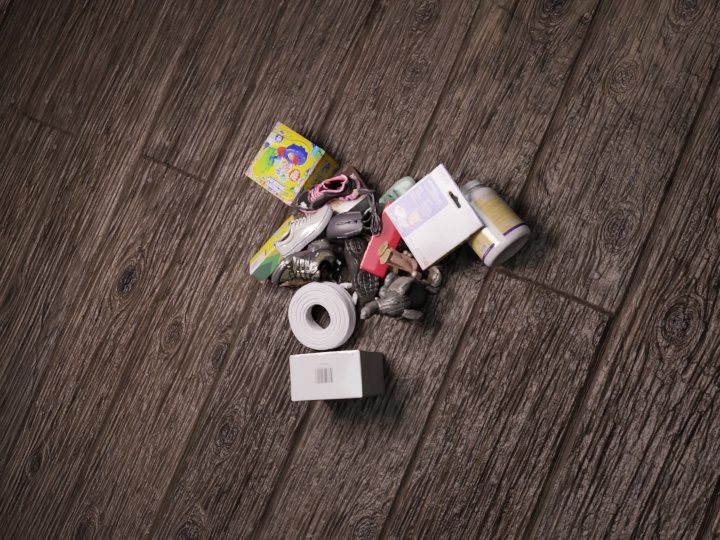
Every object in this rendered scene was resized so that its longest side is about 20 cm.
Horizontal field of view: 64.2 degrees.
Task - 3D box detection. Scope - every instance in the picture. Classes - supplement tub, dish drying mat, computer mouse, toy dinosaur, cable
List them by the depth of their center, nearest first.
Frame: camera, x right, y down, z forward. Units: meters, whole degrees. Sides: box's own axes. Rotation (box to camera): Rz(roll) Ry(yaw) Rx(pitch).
[{"bbox_3d":[0.332,-0.126,1.514,0.145,0.145,0.201,-40,69,9],"label":"supplement tub"},{"bbox_3d":[0.069,-0.086,1.581,0.076,0.018,0.201,23,93,5],"label":"dish drying mat"},{"bbox_3d":[-0.032,-0.157,1.596,0.199,0.046,0.142,-5,81,37],"label":"computer mouse"},{"bbox_3d":[-0.109,0.131,1.646,0.198,0.069,0.202,4,101,18],"label":"cable"},{"bbox_3d":[-0.089,0.023,1.697,0.088,0.047,0.201,-31,71,28],"label":"toy dinosaur"}]

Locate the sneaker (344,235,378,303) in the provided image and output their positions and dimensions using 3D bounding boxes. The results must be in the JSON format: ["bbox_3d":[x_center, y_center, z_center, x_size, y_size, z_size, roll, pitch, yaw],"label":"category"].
[{"bbox_3d":[0.000,0.000,1.640,0.075,0.091,0.202,-7,70,-14],"label":"sneaker"}]

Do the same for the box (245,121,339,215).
[{"bbox_3d":[-0.207,-0.310,1.762,0.199,0.122,0.193,35,94,22],"label":"box"}]

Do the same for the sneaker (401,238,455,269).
[{"bbox_3d":[0.167,-0.073,1.597,0.199,0.086,0.081,33,94,22],"label":"sneaker"}]

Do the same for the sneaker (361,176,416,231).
[{"bbox_3d":[0.083,-0.185,1.625,0.074,0.118,0.201,44,100,4],"label":"sneaker"}]

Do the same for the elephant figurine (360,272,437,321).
[{"bbox_3d":[0.104,0.084,1.520,0.141,0.200,0.156,37,100,2],"label":"elephant figurine"}]

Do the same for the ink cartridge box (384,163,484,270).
[{"bbox_3d":[0.192,-0.138,1.499,0.199,0.047,0.199,-36,76,20],"label":"ink cartridge box"}]

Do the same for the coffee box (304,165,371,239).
[{"bbox_3d":[-0.063,-0.201,1.709,0.199,0.080,0.115,-37,70,10],"label":"coffee box"}]

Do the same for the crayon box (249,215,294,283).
[{"bbox_3d":[-0.250,-0.067,1.730,0.051,0.127,0.200,40,98,-20],"label":"crayon box"}]

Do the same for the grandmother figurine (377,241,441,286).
[{"bbox_3d":[0.139,-0.012,1.552,0.061,0.199,0.122,-46,31,32],"label":"grandmother figurine"}]

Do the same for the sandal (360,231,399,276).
[{"bbox_3d":[0.049,-0.061,1.654,0.200,0.054,0.081,41,139,32],"label":"sandal"}]

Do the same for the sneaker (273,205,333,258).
[{"bbox_3d":[-0.163,-0.118,1.626,0.200,0.071,0.073,-45,28,4],"label":"sneaker"}]

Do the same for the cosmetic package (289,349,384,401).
[{"bbox_3d":[-0.058,0.284,1.552,0.198,0.200,0.124,-7,80,19],"label":"cosmetic package"}]

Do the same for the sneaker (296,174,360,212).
[{"bbox_3d":[-0.104,-0.226,1.635,0.198,0.095,0.080,-18,76,18],"label":"sneaker"}]

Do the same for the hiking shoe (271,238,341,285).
[{"bbox_3d":[-0.155,-0.004,1.615,0.199,0.076,0.101,-32,65,-1],"label":"hiking shoe"}]

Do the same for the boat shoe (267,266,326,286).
[{"bbox_3d":[-0.190,0.017,1.699,0.199,0.072,0.077,-9,88,32],"label":"boat shoe"}]
